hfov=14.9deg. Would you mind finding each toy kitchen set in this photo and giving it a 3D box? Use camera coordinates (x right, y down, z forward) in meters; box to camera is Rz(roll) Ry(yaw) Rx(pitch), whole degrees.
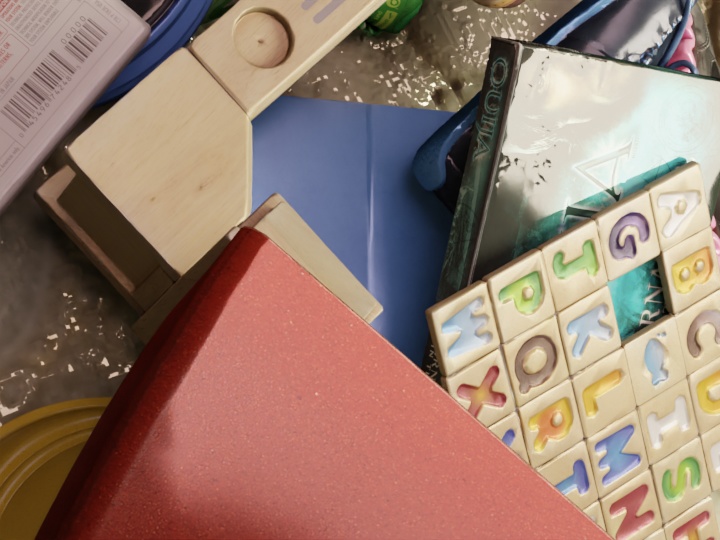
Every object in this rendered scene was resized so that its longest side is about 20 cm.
[{"bbox_3d":[-0.005,-0.032,1.225,0.180,0.163,0.200,-43,92,-23],"label":"toy kitchen set"}]

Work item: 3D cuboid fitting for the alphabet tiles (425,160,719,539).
[{"bbox_3d":[0.117,0.072,1.300,0.167,0.008,0.201,-29,117,-28],"label":"alphabet tiles"}]

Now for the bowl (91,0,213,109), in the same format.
[{"bbox_3d":[-0.159,-0.172,1.294,0.199,0.039,0.202,0,81,-2],"label":"bowl"}]

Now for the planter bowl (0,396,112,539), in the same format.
[{"bbox_3d":[-0.095,0.140,1.211,0.199,0.083,0.202,7,67,-18],"label":"planter bowl"}]

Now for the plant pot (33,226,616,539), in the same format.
[{"bbox_3d":[-0.042,0.130,1.088,0.200,0.200,0.176,41,72,-2],"label":"plant pot"}]

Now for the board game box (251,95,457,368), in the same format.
[{"bbox_3d":[0.000,0.000,1.332,0.199,0.039,0.159,4,74,-18],"label":"board game box"}]

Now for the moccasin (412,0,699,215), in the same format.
[{"bbox_3d":[0.110,-0.088,1.345,0.200,0.080,0.068,-41,96,-17],"label":"moccasin"}]

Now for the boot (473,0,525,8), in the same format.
[{"bbox_3d":[0.110,-0.191,1.394,0.166,0.072,0.201,29,47,-40],"label":"boot"}]

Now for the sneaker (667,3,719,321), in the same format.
[{"bbox_3d":[0.170,-0.048,1.409,0.095,0.079,0.201,15,64,-40],"label":"sneaker"}]

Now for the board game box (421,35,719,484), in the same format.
[{"bbox_3d":[0.100,-0.001,1.298,0.135,0.028,0.201,7,99,-33],"label":"board game box"}]

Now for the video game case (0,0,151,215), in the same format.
[{"bbox_3d":[-0.226,-0.091,1.243,0.182,0.022,0.200,40,83,0],"label":"video game case"}]

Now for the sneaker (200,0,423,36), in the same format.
[{"bbox_3d":[-0.006,-0.157,1.369,0.199,0.074,0.084,-20,74,-27],"label":"sneaker"}]
